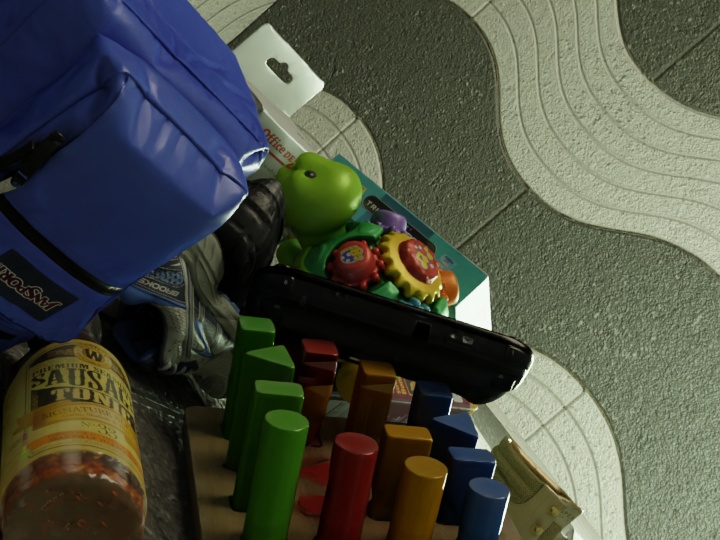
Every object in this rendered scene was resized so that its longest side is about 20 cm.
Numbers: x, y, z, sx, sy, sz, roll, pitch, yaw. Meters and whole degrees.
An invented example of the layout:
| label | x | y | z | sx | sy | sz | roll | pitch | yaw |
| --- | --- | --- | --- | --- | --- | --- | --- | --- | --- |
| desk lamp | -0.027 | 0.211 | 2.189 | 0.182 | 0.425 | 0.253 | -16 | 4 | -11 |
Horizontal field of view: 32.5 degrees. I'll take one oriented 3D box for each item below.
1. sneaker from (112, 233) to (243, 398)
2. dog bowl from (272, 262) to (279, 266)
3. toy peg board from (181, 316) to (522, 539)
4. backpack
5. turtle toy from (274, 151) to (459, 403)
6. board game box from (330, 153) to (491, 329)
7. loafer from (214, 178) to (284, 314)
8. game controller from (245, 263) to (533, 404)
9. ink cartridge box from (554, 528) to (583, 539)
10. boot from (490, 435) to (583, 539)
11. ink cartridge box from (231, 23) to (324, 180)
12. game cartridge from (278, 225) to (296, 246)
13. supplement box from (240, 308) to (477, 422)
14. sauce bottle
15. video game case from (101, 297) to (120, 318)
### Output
| label | x | y | z | sx | sy | sz | roll | pitch | yaw |
| --- | --- | --- | --- | --- | --- | --- | --- | --- | --- |
| sneaker | -0.136 | 0.039 | 0.876 | 0.077 | 0.085 | 0.200 | 25 | -29 | 28 |
| dog bowl | -0.053 | 0.041 | 1.249 | 0.112 | 0.050 | 0.200 | 47 | -16 | 4 |
| toy peg board | 0.000 | 0.110 | 0.761 | 0.199 | 0.098 | 0.200 | 6 | 20 | -14 |
| backpack | -0.166 | -0.054 | 0.581 | 0.163 | 0.200 | 0.168 | 48 | 15 | -41 |
| turtle toy | 0.000 | 0.000 | 0.959 | 0.200 | 0.101 | 0.146 | 48 | 31 | -4 |
| board game box | 0.040 | -0.004 | 1.199 | 0.200 | 0.047 | 0.151 | 41 | -18 | 25 |
| loafer | -0.096 | -0.012 | 0.926 | 0.068 | 0.070 | 0.201 | 42 | -24 | 0 |
| game controller | 0.017 | 0.046 | 0.857 | 0.199 | 0.042 | 0.104 | 18 | -15 | -5 |
| ink cartridge box | 0.192 | 0.336 | 1.121 | 0.200 | 0.128 | 0.125 | 51 | 5 | 12 |
| boot | 0.130 | 0.255 | 1.028 | 0.200 | 0.155 | 0.073 | 53 | 6 | 29 |
| ink cartridge box | -0.110 | -0.087 | 0.981 | 0.068 | 0.200 | 0.116 | 53 | 7 | 29 |
| game cartridge | -0.045 | -0.030 | 1.215 | 0.200 | 0.040 | 0.133 | 50 | -18 | -4 |
| supplement box | -0.007 | 0.084 | 1.043 | 0.200 | 0.086 | 0.111 | 12 | 48 | -46 |
| sauce bottle | -0.144 | 0.070 | 0.603 | 0.066 | 0.066 | 0.200 | 46 | 6 | -29 |
| video game case | -0.196 | -0.016 | 0.987 | 0.182 | 0.023 | 0.200 | 53 | 7 | 26 |
